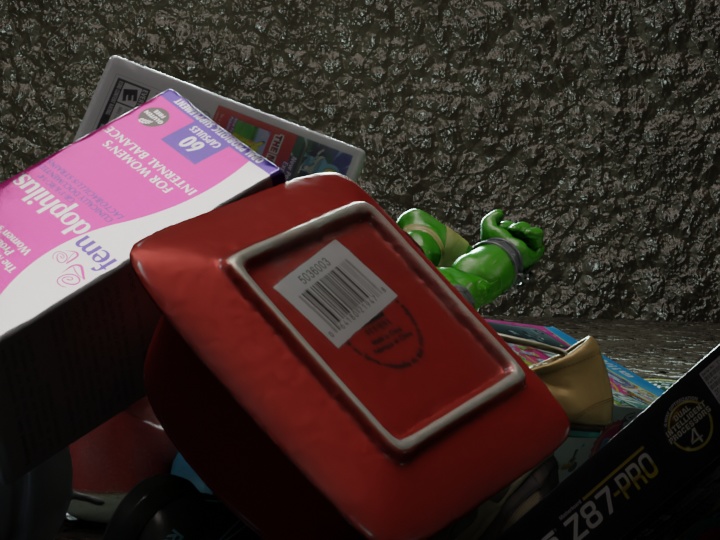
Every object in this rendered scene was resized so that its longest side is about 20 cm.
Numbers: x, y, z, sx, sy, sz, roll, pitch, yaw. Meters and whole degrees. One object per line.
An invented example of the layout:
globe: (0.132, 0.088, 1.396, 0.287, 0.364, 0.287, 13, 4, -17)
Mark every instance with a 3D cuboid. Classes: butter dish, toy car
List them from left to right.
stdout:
toy car: (-0.141, 0.057, 1.305, 0.183, 0.201, 0.177, 4, 12, 28)
butter dish: (-0.027, 0.070, 0.991, 0.200, 0.200, 0.148, -25, -20, -53)

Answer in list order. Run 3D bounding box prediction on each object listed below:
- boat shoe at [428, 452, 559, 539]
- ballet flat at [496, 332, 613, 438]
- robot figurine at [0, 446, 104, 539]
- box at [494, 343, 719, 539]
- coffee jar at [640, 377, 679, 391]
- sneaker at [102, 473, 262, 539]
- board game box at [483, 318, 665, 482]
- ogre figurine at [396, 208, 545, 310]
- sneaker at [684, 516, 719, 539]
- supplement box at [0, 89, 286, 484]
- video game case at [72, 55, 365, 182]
boat shoe: (0.064, 0.148, 1.045, 0.074, 0.074, 0.200, -20, 2, 27)
ballet flat: (0.042, 0.065, 1.093, 0.199, 0.063, 0.069, -1, -1, -4)
robot figurine: (-0.245, 0.116, 1.073, 0.199, 0.113, 0.170, 0, 42, -34)
box: (0.177, 0.100, 0.976, 0.200, 0.049, 0.161, -46, -30, 24)
coffee jar: (0.226, 0.127, 1.406, 0.104, 0.086, 0.200, 2, 3, -4)
sneaker: (-0.063, 0.154, 1.074, 0.079, 0.076, 0.200, 28, 13, 24)
board game box: (0.102, 0.083, 1.253, 0.199, 0.065, 0.147, 10, 15, -47)
ogre figurine: (0.000, 0.000, 1.160, 0.199, 0.099, 0.120, 21, 26, 4)
sneaker: (0.217, 0.157, 0.952, 0.120, 0.084, 0.200, 13, 7, 16)
supplement box: (-0.143, 0.005, 1.033, 0.200, 0.104, 0.101, -34, 52, -28)
video game case: (-0.112, -0.020, 1.243, 0.181, 0.201, 0.023, 21, -21, -1)
